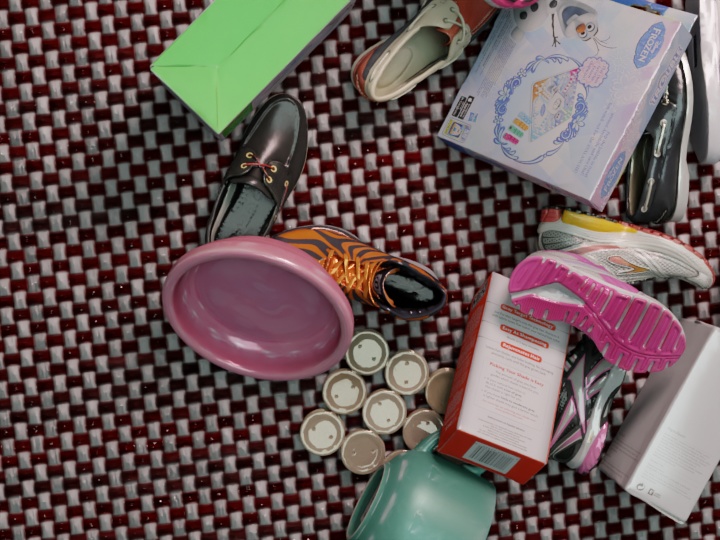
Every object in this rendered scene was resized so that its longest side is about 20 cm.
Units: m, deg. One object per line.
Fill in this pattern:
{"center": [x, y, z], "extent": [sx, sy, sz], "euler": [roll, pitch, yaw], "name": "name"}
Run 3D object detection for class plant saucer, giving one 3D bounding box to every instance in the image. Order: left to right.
{"center": [-0.103, 0.034, 1.259], "extent": [0.200, 0.201, 0.051], "euler": [19, 48, -6], "name": "plant saucer"}

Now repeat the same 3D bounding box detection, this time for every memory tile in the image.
{"center": [0.048, 0.166, 1.343], "extent": [0.200, 0.017, 0.154], "euler": [28, 91, -6], "name": "memory tile"}

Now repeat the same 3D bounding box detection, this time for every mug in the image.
{"center": [0.059, 0.253, 1.276], "extent": [0.114, 0.152, 0.185], "euler": [27, 47, -5], "name": "mug"}

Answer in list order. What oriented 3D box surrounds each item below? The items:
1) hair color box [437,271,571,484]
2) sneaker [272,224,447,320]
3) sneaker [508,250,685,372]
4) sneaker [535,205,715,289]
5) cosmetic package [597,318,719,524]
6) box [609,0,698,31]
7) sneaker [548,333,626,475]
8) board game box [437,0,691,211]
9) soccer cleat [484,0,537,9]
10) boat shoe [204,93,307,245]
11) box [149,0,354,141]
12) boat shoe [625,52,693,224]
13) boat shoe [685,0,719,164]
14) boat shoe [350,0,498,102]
{"center": [0.154, 0.110, 1.276], "extent": [0.101, 0.061, 0.200], "euler": [22, 55, -6], "name": "hair color box"}
{"center": [0.000, 0.000, 1.282], "extent": [0.200, 0.112, 0.078], "euler": [13, 91, -6], "name": "sneaker"}
{"center": [0.248, 0.031, 1.267], "extent": [0.200, 0.088, 0.081], "euler": [31, 112, -5], "name": "sneaker"}
{"center": [0.286, -0.011, 1.333], "extent": [0.200, 0.078, 0.082], "euler": [15, 96, 3], "name": "sneaker"}
{"center": [0.350, 0.158, 1.324], "extent": [0.081, 0.113, 0.200], "euler": [30, 92, -6], "name": "cosmetic package"}
{"center": [0.259, -0.205, 1.300], "extent": [0.122, 0.048, 0.200], "euler": [27, 91, 31], "name": "box"}
{"center": [0.238, 0.117, 1.331], "extent": [0.086, 0.080, 0.200], "euler": [17, 86, 5], "name": "sneaker"}
{"center": [0.208, -0.189, 1.269], "extent": [0.199, 0.043, 0.200], "euler": [28, 91, 35], "name": "board game box"}
{"center": [0.165, -0.316, 1.260], "extent": [0.200, 0.086, 0.070], "euler": [-38, 117, -39], "name": "soccer cleat"}
{"center": [-0.107, -0.093, 1.294], "extent": [0.074, 0.063, 0.202], "euler": [23, 89, -3], "name": "boat shoe"}
{"center": [-0.106, -0.235, 1.227], "extent": [0.097, 0.176, 0.200], "euler": [45, 88, -6], "name": "box"}
{"center": [0.318, -0.150, 1.323], "extent": [0.060, 0.076, 0.200], "euler": [-3, 93, -11], "name": "boat shoe"}
{"center": [0.397, -0.217, 1.332], "extent": [0.070, 0.071, 0.200], "euler": [-2, 87, -3], "name": "boat shoe"}
{"center": [0.078, -0.248, 1.294], "extent": [0.200, 0.063, 0.071], "euler": [-37, 115, -1], "name": "boat shoe"}
